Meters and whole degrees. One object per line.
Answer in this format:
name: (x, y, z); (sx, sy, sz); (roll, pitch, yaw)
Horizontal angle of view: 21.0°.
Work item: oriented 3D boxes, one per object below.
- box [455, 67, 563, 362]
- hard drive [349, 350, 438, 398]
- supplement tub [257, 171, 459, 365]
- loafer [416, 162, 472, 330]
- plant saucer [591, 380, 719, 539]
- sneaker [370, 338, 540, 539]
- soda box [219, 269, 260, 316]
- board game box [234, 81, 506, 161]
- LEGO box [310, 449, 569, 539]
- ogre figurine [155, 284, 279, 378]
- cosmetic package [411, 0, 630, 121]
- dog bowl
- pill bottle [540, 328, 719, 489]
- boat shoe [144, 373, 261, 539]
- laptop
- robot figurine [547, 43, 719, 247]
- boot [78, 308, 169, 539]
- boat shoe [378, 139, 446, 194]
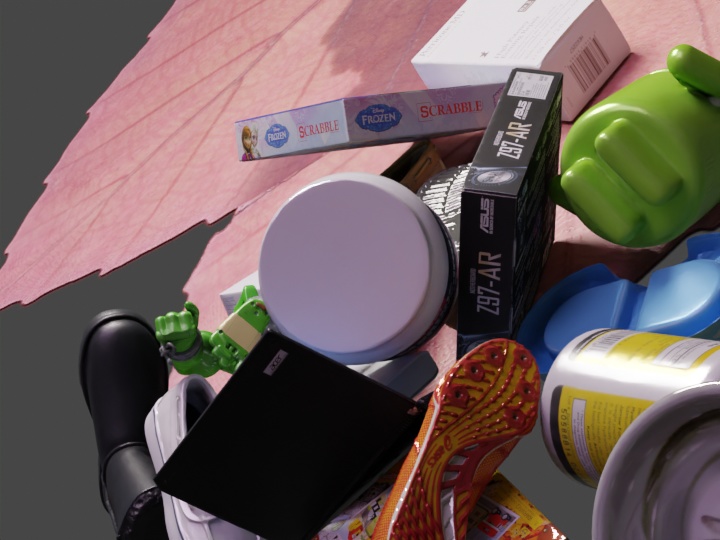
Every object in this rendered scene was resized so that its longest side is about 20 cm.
box: (0.118, -0.043, 1.518); (0.043, 0.161, 0.200); (8, 35, 13)
hard drive: (-0.040, 0.120, 1.579); (0.132, 0.026, 0.200); (-40, 15, -32)
supplement tub: (0.000, 0.000, 1.458); (0.140, 0.141, 0.200); (-37, -5, 5)
loafer: (0.083, -0.021, 1.645); (0.075, 0.070, 0.200); (-11, 34, 23)
plant saucer: (0.230, 0.164, 1.144); (0.199, 0.201, 0.050); (-11, -6, 42)
sneaker: (0.056, 0.127, 1.295); (0.200, 0.073, 0.077); (-56, 6, -28)
soda box: (-0.028, 0.025, 1.705); (0.199, 0.064, 0.068); (-8, 18, 44)
board game box: (0.018, -0.136, 1.784); (0.199, 0.041, 0.200); (-9, 3, -33)
LEGO box: (0.062, 0.211, 1.328); (0.149, 0.077, 0.200); (-41, 28, -5)
ogre figurine: (-0.077, 0.055, 1.607); (0.199, 0.098, 0.120); (-26, -7, -23)
cosmetic package: (0.149, -0.202, 1.835); (0.102, 0.074, 0.200); (-49, 30, -21)
dog bowl: (0.209, 0.040, 1.431); (0.199, 0.050, 0.112); (-18, 35, 36)
pill bottle: (0.219, 0.100, 1.264); (0.111, 0.111, 0.200); (-51, 29, -21)
boat shoe: (-0.115, 0.173, 1.520); (0.065, 0.073, 0.201); (-52, 55, 39)
laptop: (-0.019, 0.107, 1.401); (0.200, 0.103, 0.177); (-24, -22, -52)
robot figurine: (0.227, -0.088, 1.489); (0.176, 0.116, 0.200); (-52, -11, 34)
boot: (-0.180, 0.151, 1.614); (0.076, 0.201, 0.168); (-7, 21, -17)
boat shoe: (0.012, -0.060, 1.719); (0.073, 0.063, 0.200); (-8, 13, 43)
